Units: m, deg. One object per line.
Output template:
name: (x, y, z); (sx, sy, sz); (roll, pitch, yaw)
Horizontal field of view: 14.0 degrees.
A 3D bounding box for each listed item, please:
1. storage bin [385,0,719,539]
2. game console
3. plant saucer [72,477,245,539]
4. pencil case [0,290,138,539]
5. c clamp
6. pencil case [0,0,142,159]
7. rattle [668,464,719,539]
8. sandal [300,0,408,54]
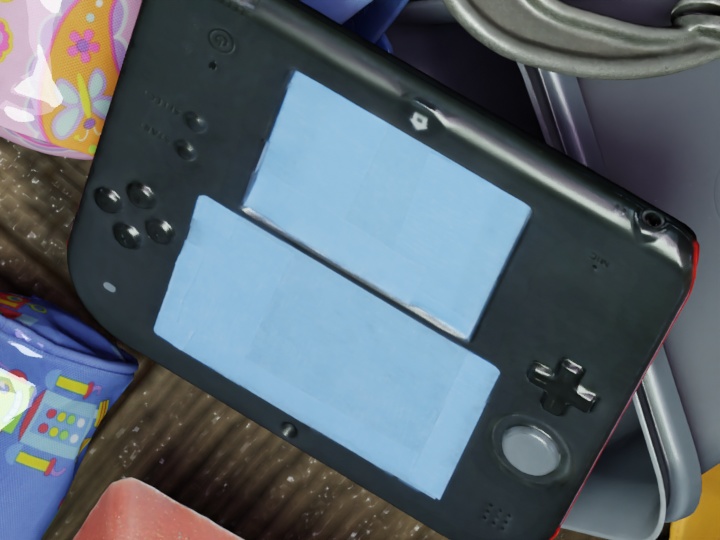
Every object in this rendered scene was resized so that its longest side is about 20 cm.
storage bin: (0.101, -0.022, 1.057); (0.134, 0.146, 0.200); (-23, 101, -23)
game console: (0.000, 0.000, 0.979); (0.200, 0.031, 0.177); (30, 141, 7)
plant saucer: (-0.048, 0.193, 1.092); (0.200, 0.037, 0.200); (30, 128, -6)
pencil case: (-0.158, 0.099, 1.095); (0.078, 0.087, 0.200); (27, 99, -7)
c clamp: (0.105, -0.149, 0.982); (0.171, 0.027, 0.200); (21, 72, -17)
pencil case: (-0.085, -0.138, 1.025); (0.087, 0.087, 0.200); (22, 96, -4)
rattle: (0.056, 0.132, 1.125); (0.130, 0.143, 0.200); (19, 147, -37)
sandal: (-0.012, -0.112, 0.989); (0.087, 0.079, 0.200); (27, 124, 35)
